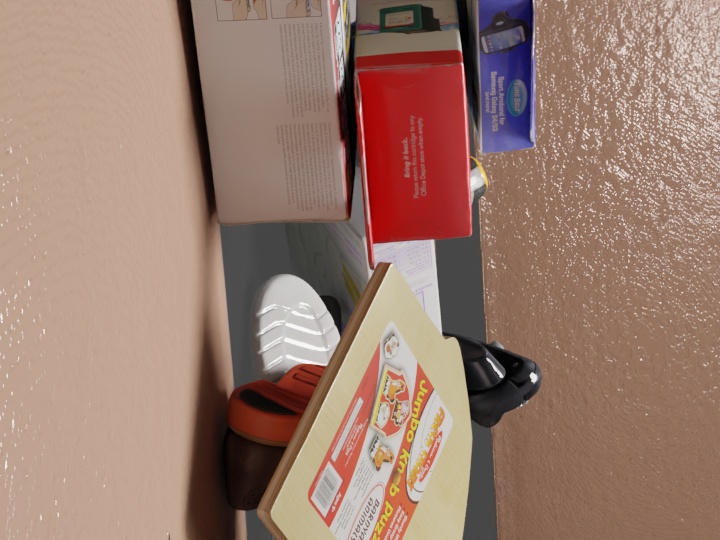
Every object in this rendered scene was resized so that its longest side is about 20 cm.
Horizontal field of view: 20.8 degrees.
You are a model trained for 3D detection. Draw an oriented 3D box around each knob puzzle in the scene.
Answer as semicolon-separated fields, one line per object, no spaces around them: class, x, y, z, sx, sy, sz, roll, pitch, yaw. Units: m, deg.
knob puzzle;0.011;0.122;1.178;0.219;0.030;0.221;-13;105;-56

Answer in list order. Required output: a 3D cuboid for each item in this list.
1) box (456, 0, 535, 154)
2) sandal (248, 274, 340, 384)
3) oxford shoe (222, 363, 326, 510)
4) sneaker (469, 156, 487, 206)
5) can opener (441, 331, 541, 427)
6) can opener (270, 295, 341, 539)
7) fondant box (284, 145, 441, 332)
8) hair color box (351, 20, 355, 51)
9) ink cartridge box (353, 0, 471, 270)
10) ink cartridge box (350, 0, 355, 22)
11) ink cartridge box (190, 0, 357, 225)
box;0.082;-0.168;1.271;0.200;0.041;0.119;-96;-179;-51
sandal;-0.043;0.103;1.306;0.082;0.050;0.204;0;72;-49
oxford shoe;-0.029;0.105;1.244;0.200;0.071;0.073;-6;113;-59
sneaker;0.031;-0.054;1.499;0.200;0.077;0.079;12;-54;67
can opener;0.072;0.071;1.524;0.200;0.063;0.079;15;-47;64
can opener;-0.038;0.107;1.363;0.067;0.053;0.201;73;15;-66
fondant box;0.000;0.000;1.439;0.144;0.058;0.201;51;-22;42
hair color box;0.020;-0.137;1.451;0.100;0.060;0.200;61;1;-8
ink cartridge box;0.032;-0.095;1.212;0.200;0.067;0.117;-89;175;-62
ink cartridge box;0.014;-0.283;1.690;0.148;0.085;0.201;-67;153;-78
ink cartridge box;-0.049;-0.159;1.179;0.176;0.083;0.201;-87;173;-54
